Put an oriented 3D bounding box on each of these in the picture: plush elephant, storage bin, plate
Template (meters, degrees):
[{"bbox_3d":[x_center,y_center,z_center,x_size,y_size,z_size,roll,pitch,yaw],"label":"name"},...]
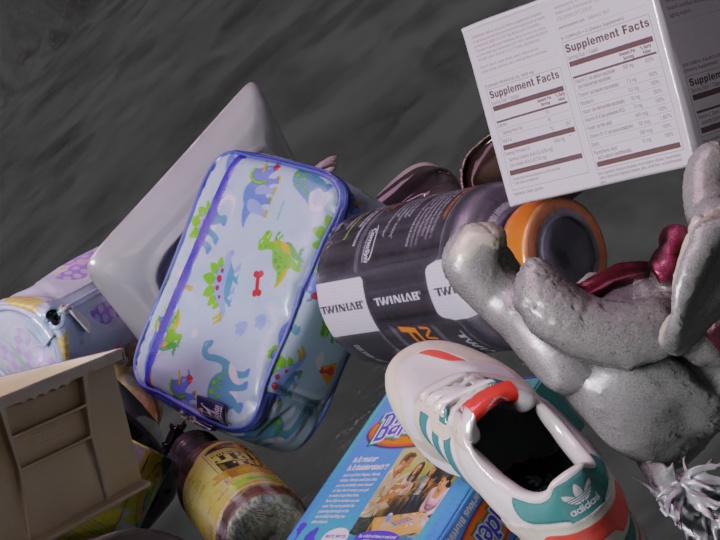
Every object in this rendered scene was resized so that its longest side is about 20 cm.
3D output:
[{"bbox_3d":[0.164,0.013,0.829,0.155,0.164,0.201,-50,46,17],"label":"plush elephant"},{"bbox_3d":[-0.269,0.131,1.066,0.198,0.095,0.198,-13,4,25],"label":"storage bin"},{"bbox_3d":[-0.100,-0.010,1.334,0.032,0.200,0.200,26,66,38],"label":"plate"}]

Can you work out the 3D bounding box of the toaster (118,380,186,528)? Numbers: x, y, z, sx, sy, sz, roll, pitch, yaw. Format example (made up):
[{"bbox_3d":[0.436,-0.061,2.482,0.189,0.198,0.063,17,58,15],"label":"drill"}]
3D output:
[{"bbox_3d":[-0.220,0.158,1.301,0.200,0.114,0.129,-42,18,1],"label":"toaster"}]

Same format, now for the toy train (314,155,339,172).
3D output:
[{"bbox_3d":[-0.107,-0.053,1.461,0.149,0.056,0.200,-25,-13,-38],"label":"toy train"}]

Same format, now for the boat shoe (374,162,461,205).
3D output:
[{"bbox_3d":[0.000,0.000,1.271,0.200,0.067,0.057,-45,27,2],"label":"boat shoe"}]

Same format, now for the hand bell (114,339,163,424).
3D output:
[{"bbox_3d":[-0.140,0.038,1.463,0.200,0.105,0.104,-41,17,-32],"label":"hand bell"}]

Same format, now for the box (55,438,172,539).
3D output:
[{"bbox_3d":[-0.226,0.197,1.184,0.116,0.048,0.202,23,81,21],"label":"box"}]

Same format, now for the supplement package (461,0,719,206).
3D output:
[{"bbox_3d":[0.190,-0.124,0.993,0.199,0.112,0.155,-18,4,-37],"label":"supplement package"}]

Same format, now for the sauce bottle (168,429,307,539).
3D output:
[{"bbox_3d":[-0.089,0.150,1.140,0.065,0.065,0.200,-45,22,-8],"label":"sauce bottle"}]

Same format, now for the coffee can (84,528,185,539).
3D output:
[{"bbox_3d":[-0.182,0.239,1.019,0.199,0.147,0.147,-18,31,48],"label":"coffee can"}]

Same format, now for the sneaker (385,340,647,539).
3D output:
[{"bbox_3d":[0.070,0.076,0.872,0.070,0.094,0.200,-33,42,-10],"label":"sneaker"}]

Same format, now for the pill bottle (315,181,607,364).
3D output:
[{"bbox_3d":[0.066,0.001,1.092,0.199,0.106,0.107,-11,37,54],"label":"pill bottle"}]

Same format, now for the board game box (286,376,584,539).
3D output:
[{"bbox_3d":[0.021,0.151,0.967,0.151,0.045,0.201,-10,38,55],"label":"board game box"}]

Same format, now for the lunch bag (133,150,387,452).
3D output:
[{"bbox_3d":[-0.075,0.019,1.228,0.160,0.082,0.202,21,87,44],"label":"lunch bag"}]

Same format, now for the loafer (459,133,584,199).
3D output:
[{"bbox_3d":[0.136,-0.093,1.173,0.199,0.071,0.074,-21,55,44],"label":"loafer"}]

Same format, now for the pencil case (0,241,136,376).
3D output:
[{"bbox_3d":[-0.206,0.024,1.329,0.200,0.083,0.091,-38,-20,-52],"label":"pencil case"}]
